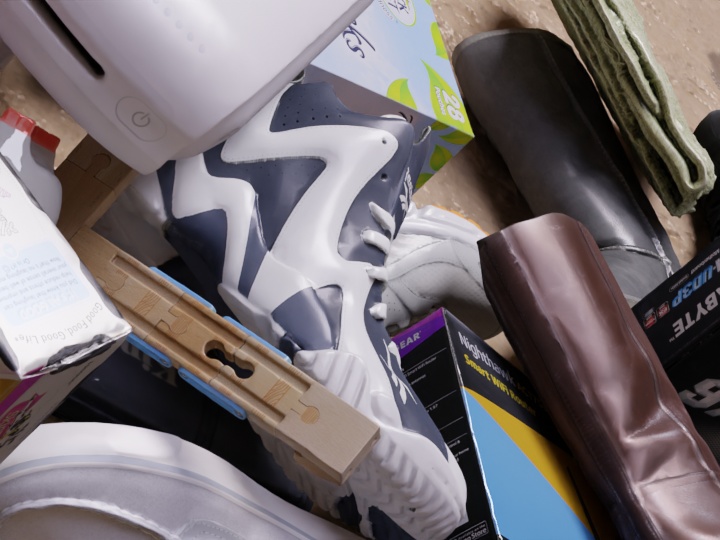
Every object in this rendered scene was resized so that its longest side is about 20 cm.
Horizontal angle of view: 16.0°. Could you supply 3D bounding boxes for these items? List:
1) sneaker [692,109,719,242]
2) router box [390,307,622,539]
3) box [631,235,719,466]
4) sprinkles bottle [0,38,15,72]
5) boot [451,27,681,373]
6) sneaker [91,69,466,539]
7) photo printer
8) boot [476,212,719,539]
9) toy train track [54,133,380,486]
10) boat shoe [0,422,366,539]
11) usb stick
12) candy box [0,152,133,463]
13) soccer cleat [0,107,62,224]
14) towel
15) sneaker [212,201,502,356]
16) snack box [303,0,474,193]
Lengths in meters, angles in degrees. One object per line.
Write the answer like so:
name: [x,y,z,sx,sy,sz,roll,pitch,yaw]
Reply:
sneaker: [0.210,-0.041,1.409,0.104,0.060,0.200,56,27,11]
router box: [0.082,0.125,1.030,0.200,0.051,0.149,39,28,-43]
box: [0.200,0.064,1.181,0.200,0.159,0.046,25,39,-33]
sprinkles bottle: [-0.214,-0.148,1.004,0.200,0.068,0.068,42,32,-8]
boot: [0.098,-0.036,1.254,0.182,0.073,0.200,20,45,-58]
sneaker: [0.000,0.000,0.972,0.130,0.080,0.199,-35,67,-27]
photo printer: [-0.079,-0.131,0.929,0.166,0.069,0.200,54,29,-7]
boot: [0.128,0.064,1.075,0.200,0.064,0.186,59,16,19]
toy train track: [-0.080,0.015,0.909,0.200,0.033,0.115,33,68,17]
boat shoe: [-0.058,0.116,0.906,0.200,0.072,0.069,34,30,-39]
usb stick: [-0.099,0.037,0.968,0.200,0.033,0.056,30,42,-25]
candy box: [-0.184,-0.014,0.825,0.200,0.136,0.061,52,34,8]
soccer cleat: [-0.196,-0.050,0.892,0.200,0.078,0.069,26,-4,18]
towel: [0.137,-0.105,1.321,0.149,0.036,0.200,63,5,-6]
sneaker: [-0.017,0.018,1.066,0.200,0.076,0.092,12,53,-33]
snack box: [-0.055,-0.134,1.181,0.200,0.068,0.169,21,39,-39]
